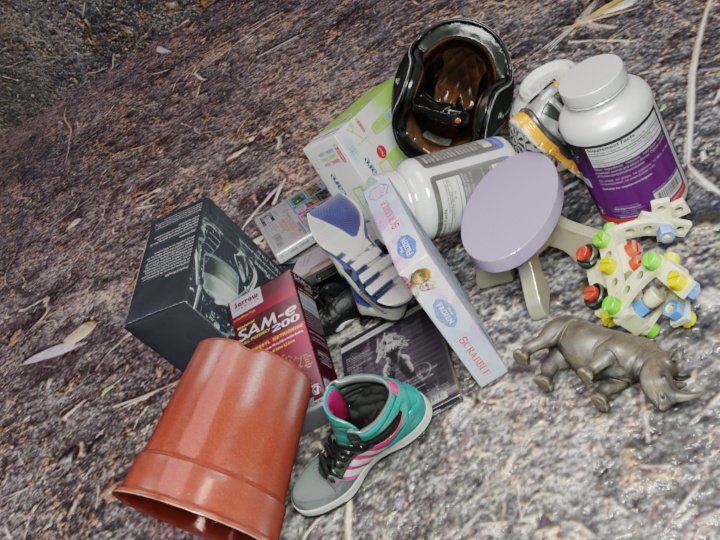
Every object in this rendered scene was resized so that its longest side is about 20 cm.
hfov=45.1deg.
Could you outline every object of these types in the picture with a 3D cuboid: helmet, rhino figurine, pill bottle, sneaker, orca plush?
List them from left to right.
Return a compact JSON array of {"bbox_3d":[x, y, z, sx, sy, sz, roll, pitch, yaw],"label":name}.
[{"bbox_3d":[-0.049,0.038,1.228,0.198,0.071,0.106,-27,48,-1],"label":"orca plush"},{"bbox_3d":[-0.019,0.189,0.976,0.200,0.121,0.084,-42,47,1],"label":"sneaker"},{"bbox_3d":[0.001,0.001,1.175,0.080,0.116,0.200,-31,61,-16],"label":"sneaker"},{"bbox_3d":[0.113,-0.105,1.177,0.198,0.115,0.114,-16,27,-17],"label":"pill bottle"},{"bbox_3d":[0.138,-0.267,1.297,0.198,0.200,0.192,-10,43,36],"label":"helmet"},{"bbox_3d":[0.270,-0.177,1.118,0.078,0.199,0.078,46,107,33],"label":"sneaker"},{"bbox_3d":[0.260,0.096,0.894,0.087,0.060,0.199,-40,33,-26],"label":"rhino figurine"},{"bbox_3d":[0.307,-0.151,1.030,0.111,0.201,0.113,-25,33,18],"label":"pill bottle"}]

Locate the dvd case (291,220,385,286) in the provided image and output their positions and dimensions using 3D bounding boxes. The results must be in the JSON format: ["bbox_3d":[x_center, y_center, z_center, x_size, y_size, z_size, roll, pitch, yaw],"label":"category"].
[{"bbox_3d":[-0.018,-0.033,1.293,0.198,0.018,0.143,-28,15,12],"label":"dvd case"}]

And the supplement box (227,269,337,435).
[{"bbox_3d":[-0.099,0.114,1.148,0.108,0.061,0.202,-28,58,15],"label":"supplement box"}]

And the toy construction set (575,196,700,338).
[{"bbox_3d":[0.307,-0.009,0.950,0.131,0.092,0.201,-45,14,38],"label":"toy construction set"}]

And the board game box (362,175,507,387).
[{"bbox_3d":[0.087,0.010,1.042,0.041,0.201,0.200,-33,31,8],"label":"board game box"}]

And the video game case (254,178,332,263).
[{"bbox_3d":[-0.084,-0.098,1.482,0.181,0.024,0.200,-32,26,-4],"label":"video game case"}]

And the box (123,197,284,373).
[{"bbox_3d":[-0.222,0.040,1.277,0.123,0.200,0.198,-19,45,26],"label":"box"}]

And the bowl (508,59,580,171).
[{"bbox_3d":[0.290,-0.244,1.268,0.199,0.095,0.202,-25,33,18],"label":"bowl"}]

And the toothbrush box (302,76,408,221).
[{"bbox_3d":[0.026,-0.192,1.369,0.086,0.146,0.200,-14,26,49],"label":"toothbrush box"}]

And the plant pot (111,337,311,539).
[{"bbox_3d":[-0.152,0.197,0.999,0.199,0.201,0.197,-4,57,41],"label":"plant pot"}]

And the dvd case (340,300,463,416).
[{"bbox_3d":[0.046,0.128,1.104,0.148,0.016,0.201,-30,33,13],"label":"dvd case"}]

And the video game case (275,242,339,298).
[{"bbox_3d":[-0.071,0.000,1.378,0.198,0.023,0.183,-4,44,40],"label":"video game case"}]

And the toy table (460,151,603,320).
[{"bbox_3d":[0.204,-0.041,1.070,0.182,0.118,0.201,-8,41,39],"label":"toy table"}]
